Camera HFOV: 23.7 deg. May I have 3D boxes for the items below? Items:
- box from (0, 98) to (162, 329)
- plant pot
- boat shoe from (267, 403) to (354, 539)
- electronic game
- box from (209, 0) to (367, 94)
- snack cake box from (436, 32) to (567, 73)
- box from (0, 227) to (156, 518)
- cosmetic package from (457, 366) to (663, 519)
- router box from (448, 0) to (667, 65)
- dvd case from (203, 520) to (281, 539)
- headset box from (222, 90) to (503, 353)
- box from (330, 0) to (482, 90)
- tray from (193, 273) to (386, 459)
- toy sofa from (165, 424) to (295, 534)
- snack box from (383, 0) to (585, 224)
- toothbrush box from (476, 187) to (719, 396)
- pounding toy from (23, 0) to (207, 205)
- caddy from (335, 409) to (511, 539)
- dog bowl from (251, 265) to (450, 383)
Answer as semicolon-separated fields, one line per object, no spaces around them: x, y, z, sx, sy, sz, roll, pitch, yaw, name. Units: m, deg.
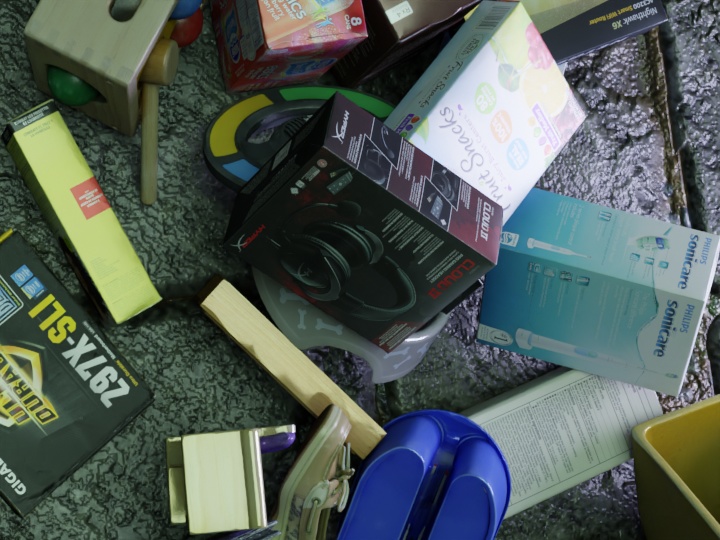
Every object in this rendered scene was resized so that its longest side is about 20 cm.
-0.249;-0.048;1.523;0.050;0.075;0.201;-29;92;-18;box
0.377;0.248;1.612;0.193;0.196;0.201;-17;131;-18;plant pot
-0.039;0.201;1.511;0.062;0.201;0.073;25;39;5;boat shoe
-0.043;-0.113;1.546;0.198;0.200;0.042;-11;126;-17;electronic game
-0.068;-0.228;1.530;0.095;0.200;0.101;-9;87;-15;box
0.140;-0.218;1.662;0.114;0.067;0.202;20;79;-12;snack cake box
-0.302;0.089;1.507;0.160;0.049;0.200;-41;97;-18;box
0.183;0.153;1.634;0.199;0.073;0.104;-21;90;-18;cosmetic package
0.170;-0.272;1.614;0.199;0.052;0.158;-22;91;-17;router box
-0.174;0.261;1.474;0.199;0.149;0.016;-22;87;-18;dvd case
0.011;-0.031;1.423;0.199;0.149;0.078;34;40;-19;headset box
0.032;-0.233;1.560;0.100;0.200;0.075;-30;93;-17;box
-0.066;0.086;1.550;0.200;0.099;0.037;45;85;-8;tray
-0.112;0.179;1.476;0.097;0.200;0.084;-3;84;-12;toy sofa
0.101;-0.119;1.510;0.200;0.053;0.143;-51;125;-21;snack box
0.216;0.019;1.575;0.198;0.147;0.086;15;51;11;toothbrush box
-0.201;-0.194;1.510;0.141;0.184;0.201;27;77;0;pounding toy
0.054;0.226;1.552;0.140;0.105;0.201;22;106;3;caddy
0.000;0.000;1.552;0.199;0.059;0.201;21;49;-27;dog bowl
